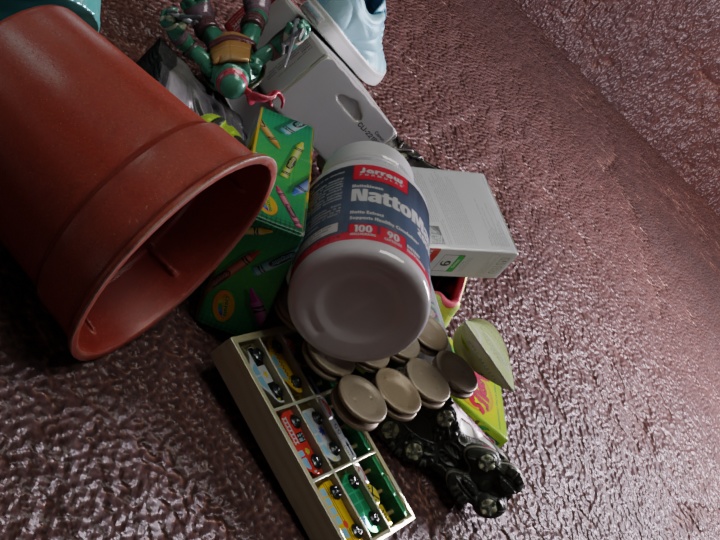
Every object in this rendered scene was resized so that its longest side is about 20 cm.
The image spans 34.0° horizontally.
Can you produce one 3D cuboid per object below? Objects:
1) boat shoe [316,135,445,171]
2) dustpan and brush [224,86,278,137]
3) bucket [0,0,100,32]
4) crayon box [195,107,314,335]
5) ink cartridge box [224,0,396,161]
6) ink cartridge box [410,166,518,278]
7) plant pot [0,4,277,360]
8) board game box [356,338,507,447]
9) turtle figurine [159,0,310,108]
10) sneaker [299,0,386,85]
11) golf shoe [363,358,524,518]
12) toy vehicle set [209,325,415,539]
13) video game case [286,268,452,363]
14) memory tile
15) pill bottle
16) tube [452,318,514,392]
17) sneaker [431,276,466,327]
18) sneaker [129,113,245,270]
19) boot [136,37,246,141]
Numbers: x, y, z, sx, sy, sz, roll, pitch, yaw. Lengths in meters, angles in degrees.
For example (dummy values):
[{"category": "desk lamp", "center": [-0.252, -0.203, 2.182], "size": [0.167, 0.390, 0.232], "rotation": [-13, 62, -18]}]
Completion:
[{"category": "boat shoe", "center": [0.028, -0.124, 1.360], "size": [0.199, 0.065, 0.073], "rotation": [21, 39, 30]}, {"category": "dustpan and brush", "center": [-0.104, -0.150, 1.307], "size": [0.200, 0.057, 0.139], "rotation": [56, 11, 29]}, {"category": "bucket", "center": [-0.292, -0.252, 0.908], "size": [0.207, 0.206, 0.136], "rotation": [9, 75, -56]}, {"category": "crayon box", "center": [-0.092, -0.046, 1.062], "size": [0.058, 0.119, 0.201], "rotation": [20, 31, -12]}, {"category": "ink cartridge box", "center": [-0.058, -0.217, 1.331], "size": [0.144, 0.084, 0.200], "rotation": [43, 10, -40]}, {"category": "ink cartridge box", "center": [0.060, -0.051, 1.225], "size": [0.199, 0.050, 0.110], "rotation": [2, 54, -34]}, {"category": "plant pot", "center": [-0.198, -0.075, 0.861], "size": [0.195, 0.201, 0.201], "rotation": [45, 23, 8]}, {"category": "board game box", "center": [0.066, 0.102, 1.224], "size": [0.200, 0.048, 0.102], "rotation": [40, 25, -22]}, {"category": "turtle figurine", "center": [-0.134, -0.233, 1.210], "size": [0.149, 0.101, 0.201], "rotation": [5, 33, -13]}, {"category": "sneaker", "center": [0.005, -0.272, 1.332], "size": [0.074, 0.082, 0.200], "rotation": [53, 8, 17]}, {"category": "golf shoe", "center": [0.072, 0.157, 1.147], "size": [0.200, 0.077, 0.088], "rotation": [47, 4, -13]}, {"category": "toy vehicle set", "center": [-0.037, 0.141, 0.987], "size": [0.201, 0.026, 0.124], "rotation": [60, 25, 9]}, {"category": "video game case", "center": [0.000, 0.000, 1.180], "size": [0.181, 0.024, 0.201], "rotation": [23, 31, -27]}, {"category": "memory tile", "center": [0.017, 0.068, 1.065], "size": [0.199, 0.017, 0.154], "rotation": [-7, 55, -53]}, {"category": "pill bottle", "center": [0.002, -0.027, 1.037], "size": [0.119, 0.119, 0.201], "rotation": [39, 29, -23]}, {"category": "tube", "center": [0.117, 0.076, 1.145], "size": [0.058, 0.052, 0.200], "rotation": [13, 1, 1]}, {"category": "sneaker", "center": [0.088, -0.014, 1.316], "size": [0.078, 0.090, 0.201], "rotation": [17, 52, -21]}, {"category": "sneaker", "center": [-0.162, -0.054, 1.023], "size": [0.074, 0.084, 0.200], "rotation": [41, 43, -11]}, {"category": "boot", "center": [-0.165, -0.144, 1.154], "size": [0.132, 0.070, 0.201], "rotation": [41, 25, -24]}]
